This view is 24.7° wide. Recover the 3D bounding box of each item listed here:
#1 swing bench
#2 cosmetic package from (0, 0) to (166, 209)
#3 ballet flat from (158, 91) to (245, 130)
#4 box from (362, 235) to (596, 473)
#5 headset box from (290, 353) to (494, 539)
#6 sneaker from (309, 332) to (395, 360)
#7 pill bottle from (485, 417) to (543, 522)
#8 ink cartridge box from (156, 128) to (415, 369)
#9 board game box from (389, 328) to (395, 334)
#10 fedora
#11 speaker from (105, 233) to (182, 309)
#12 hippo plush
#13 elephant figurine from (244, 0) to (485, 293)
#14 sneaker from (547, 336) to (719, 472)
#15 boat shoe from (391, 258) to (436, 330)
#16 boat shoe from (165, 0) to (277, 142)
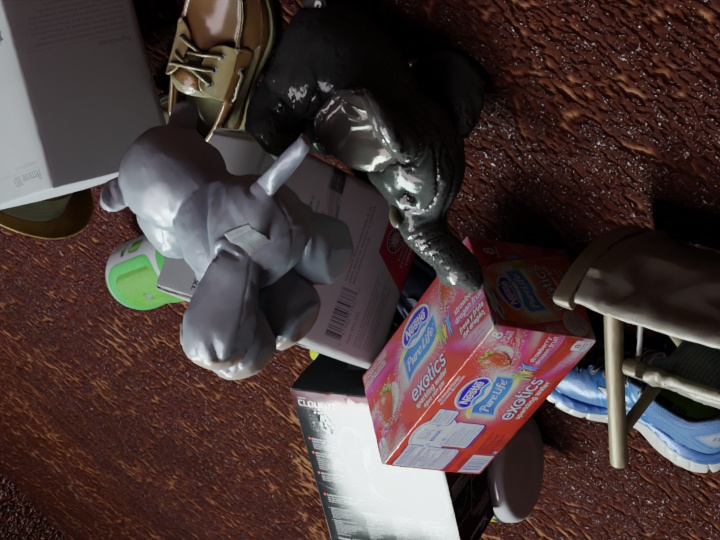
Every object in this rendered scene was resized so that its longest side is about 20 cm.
[{"bbox_3d":[0.271,0.063,1.173,0.198,0.130,0.200,19,146,39],"label":"swing bench"},{"bbox_3d":[-0.275,-0.166,1.432,0.199,0.123,0.201,-9,99,60],"label":"cosmetic package"},{"bbox_3d":[-0.147,-0.132,1.486,0.199,0.068,0.068,11,176,36],"label":"ballet flat"},{"bbox_3d":[0.093,0.072,1.347,0.099,0.096,0.200,8,138,-27],"label":"box"},{"bbox_3d":[0.029,0.162,1.535,0.148,0.077,0.201,3,121,29],"label":"headset box"},{"bbox_3d":[0.040,0.091,1.590,0.199,0.083,0.071,-1,118,33],"label":"sneaker"},{"bbox_3d":[0.074,0.191,1.654,0.199,0.112,0.111,0,140,30],"label":"pill bottle"},{"bbox_3d":[-0.055,-0.017,1.382,0.200,0.146,0.083,25,173,-42],"label":"ink cartridge box"},{"bbox_3d":[0.013,0.087,1.708,0.126,0.035,0.200,10,145,44],"label":"board game box"},{"bbox_3d":[-0.357,-0.123,1.750,0.200,0.201,0.082,40,118,-6],"label":"fedora"},{"bbox_3d":[-0.215,-0.005,1.807,0.088,0.089,0.200,44,157,-15],"label":"speaker"},{"bbox_3d":[-0.118,-0.025,1.200,0.160,0.160,0.200,30,168,23],"label":"hippo plush"},{"bbox_3d":[0.027,-0.104,1.210,0.200,0.142,0.155,32,172,29],"label":"elephant figurine"},{"bbox_3d":[0.227,0.086,1.362,0.199,0.079,0.089,24,144,15],"label":"sneaker"},{"bbox_3d":[0.000,0.000,1.519,0.200,0.069,0.084,32,157,15],"label":"boat shoe"},{"bbox_3d":[-0.119,-0.168,1.334,0.075,0.074,0.200,28,141,16],"label":"boat shoe"}]
